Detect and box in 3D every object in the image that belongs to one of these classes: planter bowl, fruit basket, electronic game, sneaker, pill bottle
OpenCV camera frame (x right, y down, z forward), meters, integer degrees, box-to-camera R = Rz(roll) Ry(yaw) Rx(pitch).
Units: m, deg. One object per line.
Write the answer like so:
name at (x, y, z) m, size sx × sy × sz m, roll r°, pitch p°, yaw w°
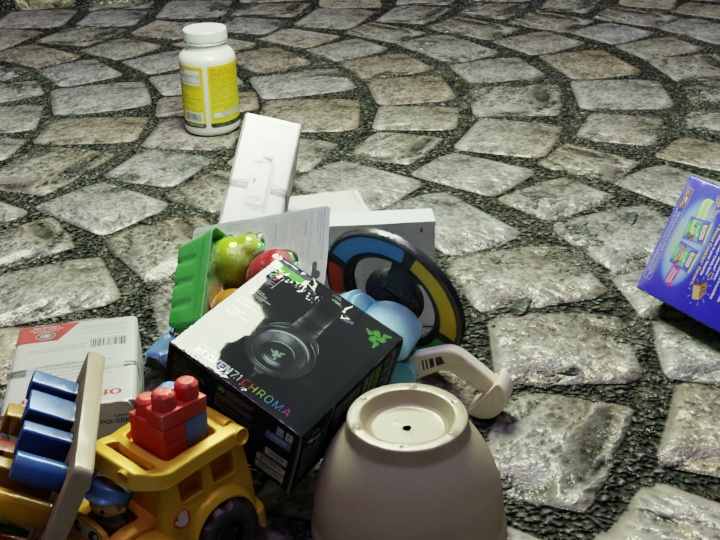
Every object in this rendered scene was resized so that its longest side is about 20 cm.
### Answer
planter bowl at (0.046, 0.198, 1.115) m, size 0.198 × 0.136 × 0.201 m, roll -2°, pitch 27°, yaw 1°
fruit basket at (-0.127, 0.021, 1.357) m, size 0.198 × 0.094 × 0.187 m, roll -6°, pitch 65°, yaw 20°
electronic game at (0.040, 0.032, 1.378) m, size 0.199 × 0.201 × 0.042 m, roll 16°, pitch 47°, yaw 32°
sneaker at (-0.213, 0.063, 1.453) m, size 0.078 × 0.090 × 0.200 m, roll 10°, pitch 31°, yaw 24°
pill bottle at (-0.297, -0.376, 2.214) m, size 0.111 × 0.202 × 0.113 m, roll -1°, pitch 26°, yaw 0°

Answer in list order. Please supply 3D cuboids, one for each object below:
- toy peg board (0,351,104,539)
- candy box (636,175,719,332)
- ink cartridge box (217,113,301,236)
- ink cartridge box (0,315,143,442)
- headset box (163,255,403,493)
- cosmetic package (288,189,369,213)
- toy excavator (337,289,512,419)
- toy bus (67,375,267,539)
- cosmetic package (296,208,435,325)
toy peg board at (-0.319, 0.195, 1.044) m, size 0.097 × 0.200 × 0.200 m, roll 19°, pitch 21°, yaw -18°
candy box at (0.478, -0.007, 1.450) m, size 0.077 × 0.170 × 0.200 m, roll 18°, pitch 11°, yaw -36°
ink cartridge box at (-0.142, -0.088, 1.546) m, size 0.082 × 0.147 × 0.202 m, roll 11°, pitch 62°, yaw -2°
ink cartridge box at (-0.326, 0.141, 1.309) m, size 0.145 × 0.084 × 0.200 m, roll -6°, pitch 26°, yaw -7°
headset box at (-0.076, 0.099, 1.184) m, size 0.173 × 0.093 × 0.200 m, roll 33°, pitch 44°, yaw 18°
cosmetic package at (-0.088, -0.056, 1.690) m, size 0.198 × 0.086 × 0.108 m, roll -9°, pitch 26°, yaw -11°
toy excavator at (0.056, 0.102, 1.327) m, size 0.199 × 0.196 × 0.100 m, roll -20°, pitch 15°, yaw 31°
toy bus at (-0.197, 0.199, 1.066) m, size 0.135 × 0.194 × 0.199 m, roll 22°, pitch 37°, yaw 37°
cosmetic package at (0.000, 0.000, 1.497) m, size 0.198 × 0.152 × 0.052 m, roll -2°, pitch 26°, yaw -3°
